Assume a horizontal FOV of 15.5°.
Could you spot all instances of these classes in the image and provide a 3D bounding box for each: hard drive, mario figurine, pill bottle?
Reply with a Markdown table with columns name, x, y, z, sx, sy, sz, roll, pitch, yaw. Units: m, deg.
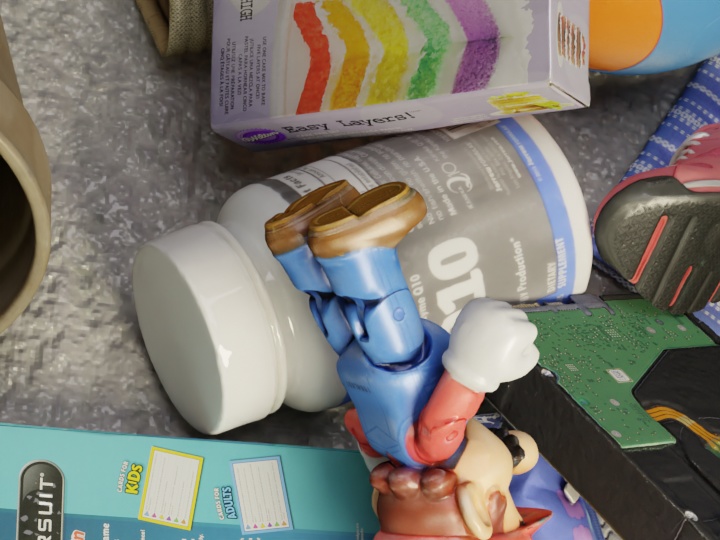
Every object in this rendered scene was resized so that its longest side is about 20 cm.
| name | x | y | z | sx | sy | sz | roll | pitch | yaw |
| --- | --- | --- | --- | --- | --- | --- | --- | --- | --- |
| hard drive | 0.150 | 0.082 | 1.208 | 0.140 | 0.038 | 0.200 | -3 | 37 | -42 |
| mario figurine | 0.035 | 0.052 | 1.152 | 0.106 | 0.123 | 0.200 | -18 | 106 | 8 |
| pill bottle | 0.000 | 0.000 | 1.256 | 0.200 | 0.114 | 0.114 | -21 | 70 | -23 |

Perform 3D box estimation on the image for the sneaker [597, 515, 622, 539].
| name | x | y | z | sx | sy | sz | roll | pitch | yaw |
| --- | --- | --- | --- | --- | --- | --- | --- | --- | --- |
| sneaker | 0.207 | 0.155 | 1.252 | 0.129 | 0.080 | 0.199 | -29 | 72 | -29 |

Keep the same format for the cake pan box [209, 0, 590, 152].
| name | x | y | z | sx | sy | sz | roll | pitch | yaw |
| --- | --- | --- | --- | --- | --- | --- | --- | --- | --- |
| cake pan box | 0.019 | -0.165 | 1.256 | 0.184 | 0.052 | 0.200 | -4 | 76 | 25 |

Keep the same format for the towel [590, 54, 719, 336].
| name | x | y | z | sx | sy | sz | roll | pitch | yaw |
| --- | --- | --- | --- | --- | --- | --- | --- | --- | --- |
| towel | 0.221 | -0.042 | 1.389 | 0.145 | 0.024 | 0.200 | 34 | 60 | 5 |

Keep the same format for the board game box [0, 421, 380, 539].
| name | x | y | z | sx | sy | sz | roll | pitch | yaw |
| --- | --- | --- | --- | --- | --- | --- | --- | --- | --- |
| board game box | -0.075 | 0.153 | 1.195 | 0.200 | 0.047 | 0.151 | 5 | 62 | -12 |

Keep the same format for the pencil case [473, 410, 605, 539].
| name | x | y | z | sx | sy | sz | roll | pitch | yaw |
| --- | --- | --- | --- | --- | --- | --- | --- | --- | --- |
| pencil case | 0.091 | 0.165 | 1.212 | 0.078 | 0.087 | 0.200 | 12 | 55 | -48 |

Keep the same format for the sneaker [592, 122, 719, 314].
| name | x | y | z | sx | sy | sz | roll | pitch | yaw |
| --- | --- | --- | --- | --- | --- | --- | --- | --- | --- |
| sneaker | 0.175 | -0.034 | 1.312 | 0.200 | 0.074 | 0.087 | -2 | 41 | -43 |

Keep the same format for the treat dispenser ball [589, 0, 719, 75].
| name | x | y | z | sx | sy | sz | roll | pitch | yaw |
| --- | --- | --- | --- | --- | --- | --- | --- | --- | --- |
| treat dispenser ball | 0.137 | -0.200 | 1.346 | 0.201 | 0.201 | 0.201 | 6 | 62 | -12 |

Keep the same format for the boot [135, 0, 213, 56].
| name | x | y | z | sx | sy | sz | roll | pitch | yaw |
| --- | --- | --- | --- | --- | --- | --- | --- | --- | --- |
| boot | -0.053 | -0.202 | 1.374 | 0.155 | 0.073 | 0.200 | -6 | 69 | -17 |

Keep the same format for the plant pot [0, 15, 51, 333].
| name | x | y | z | sx | sy | sz | roll | pitch | yaw |
| --- | --- | --- | --- | --- | --- | --- | --- | --- | --- |
| plant pot | -0.234 | -0.079 | 1.208 | 0.200 | 0.200 | 0.174 | 10 | 45 | -9 |
